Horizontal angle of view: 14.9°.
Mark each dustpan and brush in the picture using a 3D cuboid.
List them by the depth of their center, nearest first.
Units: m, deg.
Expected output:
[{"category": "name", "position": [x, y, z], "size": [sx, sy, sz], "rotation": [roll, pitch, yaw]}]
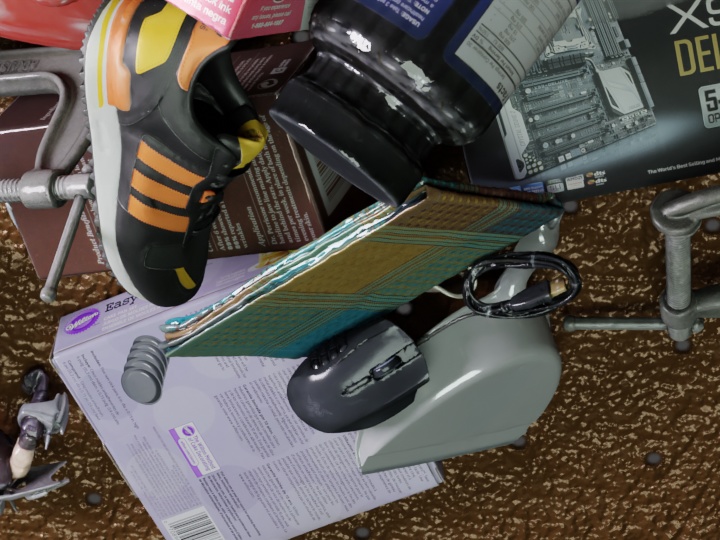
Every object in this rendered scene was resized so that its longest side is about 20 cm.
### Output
[{"category": "dustpan and brush", "position": [0.081, 0.038, 1.647], "size": [0.139, 0.057, 0.200], "rotation": [-9, 150, -37]}]

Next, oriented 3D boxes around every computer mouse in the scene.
[{"category": "computer mouse", "position": [0.039, 0.043, 1.589], "size": [0.200, 0.034, 0.059], "rotation": [-30, 101, 25]}]

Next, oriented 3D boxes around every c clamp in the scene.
[{"category": "c clamp", "position": [-0.217, -0.063, 1.535], "size": [0.199, 0.171, 0.027], "rotation": [4, 146, 34]}, {"category": "c clamp", "position": [0.209, -0.004, 1.602], "size": [0.170, 0.027, 0.200], "rotation": [-1, 154, 1]}]

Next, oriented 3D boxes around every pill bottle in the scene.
[{"category": "pill bottle", "position": [0.044, -0.137, 1.430], "size": [0.112, 0.112, 0.200], "rotation": [38, 85, -21]}]

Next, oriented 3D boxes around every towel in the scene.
[{"category": "towel", "position": [0.000, 0.000, 1.550], "size": [0.200, 0.022, 0.146], "rotation": [-30, 161, 30]}]

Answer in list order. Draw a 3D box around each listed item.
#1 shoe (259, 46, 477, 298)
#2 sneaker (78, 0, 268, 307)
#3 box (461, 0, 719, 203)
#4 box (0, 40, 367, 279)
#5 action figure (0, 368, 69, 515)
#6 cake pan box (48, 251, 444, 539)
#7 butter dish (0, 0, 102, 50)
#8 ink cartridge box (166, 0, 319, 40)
[{"category": "shoe", "position": [0.002, -0.055, 1.616], "size": [0.070, 0.053, 0.200], "rotation": [-41, 115, 11]}, {"category": "sneaker", "position": [-0.091, -0.055, 1.469], "size": [0.090, 0.070, 0.201], "rotation": [10, 131, 20]}, {"category": "box", "position": [0.147, -0.124, 1.542], "size": [0.199, 0.050, 0.158], "rotation": [-10, 121, 6]}, {"category": "box", "position": [-0.105, -0.061, 1.570], "size": [0.199, 0.075, 0.100], "rotation": [-6, 117, 25]}, {"category": "action figure", "position": [-0.251, 0.080, 1.706], "size": [0.130, 0.069, 0.200], "rotation": [-14, 125, 1]}, {"category": "cake pan box", "position": [-0.066, 0.085, 1.714], "size": [0.184, 0.052, 0.200], "rotation": [-21, 119, 16]}, {"category": "butter dish", "position": [-0.159, -0.192, 1.483], "size": [0.199, 0.148, 0.201], "rotation": [10, 122, -4]}, {"category": "ink cartridge box", "position": [-0.025, -0.229, 1.416], "size": [0.084, 0.145, 0.200], "rotation": [33, 112, 19]}]
